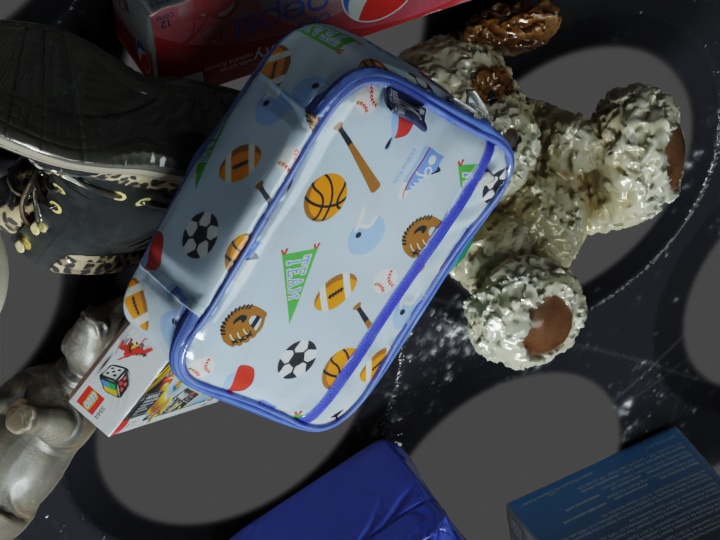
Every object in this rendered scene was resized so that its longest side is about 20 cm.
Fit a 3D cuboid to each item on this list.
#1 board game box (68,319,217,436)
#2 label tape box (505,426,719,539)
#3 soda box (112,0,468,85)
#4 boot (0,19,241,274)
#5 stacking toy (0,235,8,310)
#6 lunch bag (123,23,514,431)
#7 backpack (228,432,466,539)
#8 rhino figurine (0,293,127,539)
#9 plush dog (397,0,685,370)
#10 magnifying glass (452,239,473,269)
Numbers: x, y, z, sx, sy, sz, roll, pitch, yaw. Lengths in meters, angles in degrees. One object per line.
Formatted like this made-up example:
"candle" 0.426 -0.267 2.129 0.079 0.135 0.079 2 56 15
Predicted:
"board game box" -0.084 0.027 1.324 0.126 0.035 0.200 -52 171 11
"label tape box" 0.211 0.214 1.617 0.143 0.200 0.066 -23 135 -15
"soda box" -0.032 -0.161 1.262 0.200 0.070 0.063 -19 135 -16
"boot" -0.157 -0.058 1.222 0.200 0.073 0.151 10 155 -30
"stacking toy" -0.268 0.046 1.263 0.146 0.146 0.200 -14 148 -22
"lunch bag" -0.014 -0.020 1.188 0.160 0.076 0.200 27 101 -45
"backpack" 0.016 0.245 1.548 0.162 0.168 0.200 -29 139 0
"rhino figurine" -0.187 0.084 1.365 0.200 0.060 0.087 -51 153 11
"plush dog" 0.071 -0.064 1.381 0.200 0.160 0.172 -51 123 -22
"magnifying glass" 0.000 0.000 1.327 0.022 0.080 0.200 -48 178 -45
